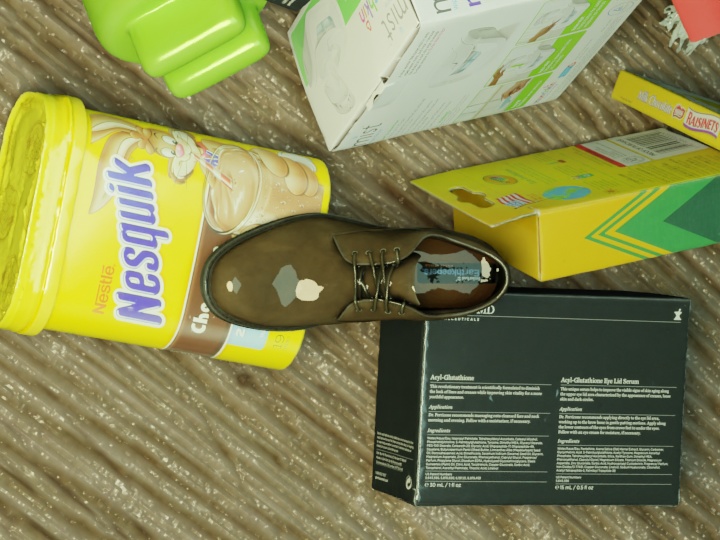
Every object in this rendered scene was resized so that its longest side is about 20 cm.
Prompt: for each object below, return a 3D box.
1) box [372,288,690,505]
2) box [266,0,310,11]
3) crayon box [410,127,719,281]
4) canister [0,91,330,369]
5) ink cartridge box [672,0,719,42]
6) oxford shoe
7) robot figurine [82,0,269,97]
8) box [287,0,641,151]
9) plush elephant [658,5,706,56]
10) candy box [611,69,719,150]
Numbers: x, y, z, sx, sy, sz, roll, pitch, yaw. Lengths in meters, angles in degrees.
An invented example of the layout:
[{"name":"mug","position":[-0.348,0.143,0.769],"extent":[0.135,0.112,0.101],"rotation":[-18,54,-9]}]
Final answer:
[{"name":"box","position":[0.115,0.083,1.817],"extent":[0.199,0.079,0.142],"rotation":[3,95,-23]},{"name":"box","position":[-0.065,-0.273,1.573],"extent":[0.140,0.079,0.201],"rotation":[19,72,-20]},{"name":"crayon box","position":[0.148,-0.043,1.801],"extent":[0.199,0.127,0.051],"rotation":[-11,109,-22]},{"name":"canister","position":[-0.128,-0.022,1.706],"extent":[0.199,0.086,0.150],"rotation":[11,90,-26]},{"name":"ink cartridge box","position":[0.203,-0.221,1.623],"extent":[0.067,0.200,0.117],"rotation":[-21,118,14]},{"name":"oxford shoe","position":[0.000,0.000,1.676],"extent":[0.198,0.084,0.073],"rotation":[-5,94,-18]},{"name":"robot figurine","position":[-0.126,-0.209,1.653],"extent":[0.115,0.175,0.201],"rotation":[-27,70,12]},{"name":"box","position":[0.069,-0.167,1.710],"extent":[0.175,0.200,0.097],"rotation":[-14,75,-21]},{"name":"plush elephant","position":[0.233,-0.243,1.804],"extent":[0.155,0.200,0.165],"rotation":[41,47,-17]},{"name":"candy box","position":[0.253,-0.091,1.807],"extent":[0.102,0.200,0.027],"rotation":[19,98,-24]}]
